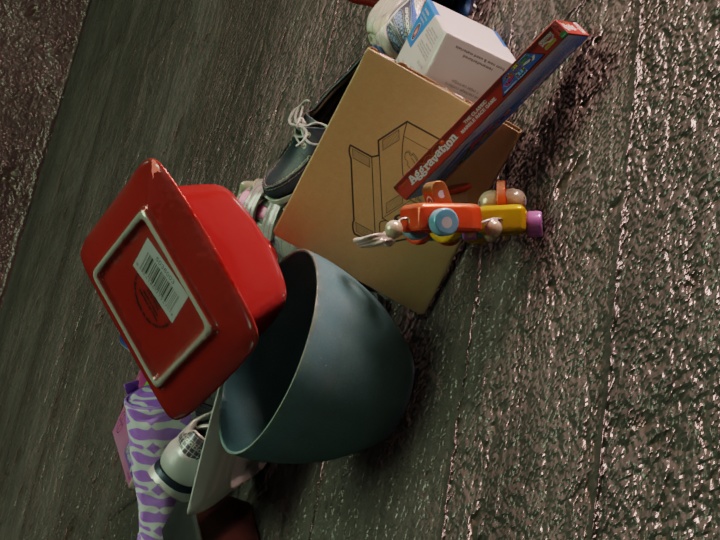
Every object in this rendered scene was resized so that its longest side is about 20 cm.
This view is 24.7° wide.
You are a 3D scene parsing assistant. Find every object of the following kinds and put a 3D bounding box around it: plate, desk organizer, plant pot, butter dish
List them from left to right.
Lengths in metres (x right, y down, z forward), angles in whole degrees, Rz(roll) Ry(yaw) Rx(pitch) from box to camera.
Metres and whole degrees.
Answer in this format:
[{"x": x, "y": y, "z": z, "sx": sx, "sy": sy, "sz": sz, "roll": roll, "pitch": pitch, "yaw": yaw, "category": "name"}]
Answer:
[{"x": -0.141, "y": 0.006, "z": 1.530, "sx": 0.200, "sy": 0.148, "sz": 0.199, "roll": 59, "pitch": 140, "yaw": 11, "category": "butter dish"}, {"x": -0.150, "y": 0.307, "z": 1.713, "sx": 0.072, "sy": 0.077, "sz": 0.200, "roll": -62, "pitch": 21, "yaw": 16, "category": "desk organizer"}, {"x": -0.112, "y": 0.146, "z": 1.716, "sx": 0.200, "sy": 0.032, "sz": 0.201, "roll": -23, "pitch": -50, "yaw": -75, "category": "plate"}, {"x": -0.030, "y": 0.097, "z": 1.537, "sx": 0.200, "sy": 0.134, "sz": 0.200, "roll": -52, "pitch": 26, "yaw": 37, "category": "plant pot"}]

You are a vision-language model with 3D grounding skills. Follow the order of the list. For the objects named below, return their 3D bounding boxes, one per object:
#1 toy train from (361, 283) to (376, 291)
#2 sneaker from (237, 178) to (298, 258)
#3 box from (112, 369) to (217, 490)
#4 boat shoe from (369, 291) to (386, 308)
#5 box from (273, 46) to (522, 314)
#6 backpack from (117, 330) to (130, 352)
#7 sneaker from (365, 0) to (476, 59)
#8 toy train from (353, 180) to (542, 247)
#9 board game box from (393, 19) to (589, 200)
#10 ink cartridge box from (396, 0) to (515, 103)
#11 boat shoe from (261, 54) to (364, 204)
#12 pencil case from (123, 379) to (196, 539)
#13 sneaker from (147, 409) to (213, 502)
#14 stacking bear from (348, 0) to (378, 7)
[{"x": 0.000, "y": 0.000, "z": 1.706, "sx": 0.200, "sy": 0.034, "sz": 0.046, "roll": -2, "pitch": 71, "yaw": 68, "category": "toy train"}, {"x": -0.098, "y": -0.058, "z": 1.893, "sx": 0.082, "sy": 0.088, "sz": 0.200, "roll": -68, "pitch": 21, "yaw": 1, "category": "sneaker"}, {"x": -0.211, "y": 0.157, "z": 1.991, "sx": 0.200, "sy": 0.096, "sz": 0.176, "roll": -64, "pitch": 20, "yaw": 10, "category": "box"}, {"x": -0.047, "y": 0.090, "z": 1.686, "sx": 0.200, "sy": 0.066, "sz": 0.070, "roll": -53, "pitch": 24, "yaw": 38, "category": "boat shoe"}, {"x": 0.034, "y": -0.082, "z": 1.529, "sx": 0.200, "sy": 0.163, "sz": 0.021, "roll": -62, "pitch": -3, "yaw": 16, "category": "box"}, {"x": -0.175, "y": 0.042, "z": 1.789, "sx": 0.200, "sy": 0.182, "sz": 0.147, "roll": 153, "pitch": 136, "yaw": -86, "category": "backpack"}, {"x": 0.094, "y": -0.294, "z": 1.706, "sx": 0.085, "sy": 0.077, "sz": 0.200, "roll": 12, "pitch": 61, "yaw": 45, "category": "sneaker"}, {"x": 0.071, "y": -0.052, "z": 1.412, "sx": 0.200, "sy": 0.150, "sz": 0.056, "roll": 174, "pitch": 95, "yaw": -72, "category": "toy train"}, {"x": 0.115, "y": -0.140, "z": 1.434, "sx": 0.200, "sy": 0.019, "sz": 0.103, "roll": -45, "pitch": -8, "yaw": 17, "category": "board game box"}, {"x": 0.063, "y": -0.145, "z": 1.603, "sx": 0.200, "sy": 0.084, "sz": 0.146, "roll": -63, "pitch": 14, "yaw": 18, "category": "ink cartridge box"}, {"x": -0.041, "y": -0.158, "z": 1.833, "sx": 0.200, "sy": 0.062, "sz": 0.075, "roll": -42, "pitch": 42, "yaw": 4, "category": "boat shoe"}, {"x": -0.224, "y": 0.228, "z": 1.873, "sx": 0.085, "sy": 0.084, "sz": 0.201, "roll": 15, "pitch": 112, "yaw": 44, "category": "pencil case"}, {"x": -0.154, "y": 0.185, "z": 1.787, "sx": 0.081, "sy": 0.076, "sz": 0.200, "roll": -58, "pitch": -7, "yaw": 19, "category": "sneaker"}, {"x": 0.069, "y": -0.385, "z": 1.817, "sx": 0.200, "sy": 0.121, "sz": 0.114, "roll": -66, "pitch": 6, "yaw": -22, "category": "stacking bear"}]
